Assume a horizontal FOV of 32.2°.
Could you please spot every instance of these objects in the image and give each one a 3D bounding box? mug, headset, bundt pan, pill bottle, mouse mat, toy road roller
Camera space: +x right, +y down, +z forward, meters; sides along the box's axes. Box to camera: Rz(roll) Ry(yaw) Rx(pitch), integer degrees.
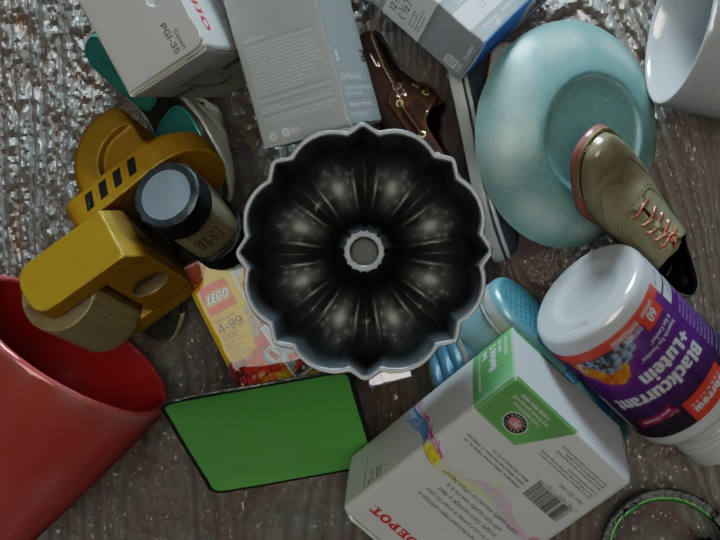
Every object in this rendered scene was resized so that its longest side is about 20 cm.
[{"bbox_3d":[0.359,-0.220,1.091,0.175,0.148,0.200,11,60,-8],"label":"mug"},{"bbox_3d":[0.297,0.288,1.105,0.123,0.094,0.200,-38,77,2],"label":"headset"},{"bbox_3d":[0.004,-0.015,1.010,0.201,0.076,0.203,0,90,2],"label":"bundt pan"},{"bbox_3d":[0.255,0.079,1.077,0.200,0.111,0.111,42,92,-22],"label":"pill bottle"},{"bbox_3d":[-0.074,0.143,1.083,0.160,0.200,0.008,-10,59,2],"label":"mouse mat"},{"bbox_3d":[-0.202,-0.042,1.057,0.200,0.123,0.146,-38,66,4],"label":"toy road roller"}]

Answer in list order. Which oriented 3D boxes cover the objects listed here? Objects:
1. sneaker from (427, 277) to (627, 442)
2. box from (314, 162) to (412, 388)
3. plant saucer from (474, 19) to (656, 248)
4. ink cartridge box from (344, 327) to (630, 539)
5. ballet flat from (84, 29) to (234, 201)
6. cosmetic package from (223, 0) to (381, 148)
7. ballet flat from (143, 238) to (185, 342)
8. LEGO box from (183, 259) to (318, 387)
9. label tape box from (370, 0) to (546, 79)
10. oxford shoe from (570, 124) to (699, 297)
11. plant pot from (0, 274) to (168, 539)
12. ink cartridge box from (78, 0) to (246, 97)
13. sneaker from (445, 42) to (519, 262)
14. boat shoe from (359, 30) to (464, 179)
[{"bbox_3d":[0.140,0.107,1.130,0.130,0.080,0.200,-36,107,26],"label":"sneaker"},{"bbox_3d":[0.000,0.000,1.068,0.041,0.039,0.201,-15,89,0],"label":"box"},{"bbox_3d":[0.193,-0.119,1.091,0.201,0.039,0.202,-2,95,-28],"label":"plant saucer"},{"bbox_3d":[0.105,0.170,1.071,0.145,0.084,0.200,42,113,-17],"label":"ink cartridge box"},{"bbox_3d":[-0.168,-0.151,1.143,0.069,0.069,0.200,-40,88,2],"label":"ballet flat"},{"bbox_3d":[-0.055,-0.208,1.041,0.090,0.107,0.201,-11,97,17],"label":"cosmetic package"},{"bbox_3d":[-0.192,-0.034,1.154,0.066,0.057,0.201,-7,96,17],"label":"ballet flat"},{"bbox_3d":[-0.037,0.019,1.129,0.200,0.077,0.149,-27,89,2],"label":"LEGO box"},{"bbox_3d":[0.067,-0.287,1.101,0.200,0.066,0.143,43,62,3],"label":"label tape box"},{"bbox_3d":[0.242,-0.049,1.063,0.070,0.200,0.075,-50,44,-8],"label":"oxford shoe"},{"bbox_3d":[-0.298,0.132,1.093,0.200,0.200,0.178,36,100,2],"label":"plant pot"},{"bbox_3d":[-0.158,-0.229,1.067,0.083,0.200,0.147,-29,89,18],"label":"ink cartridge box"},{"bbox_3d":[0.131,-0.111,1.121,0.079,0.078,0.201,-11,88,8],"label":"sneaker"},{"bbox_3d":[0.047,-0.130,1.109,0.070,0.070,0.200,-27,73,22],"label":"boat shoe"}]
